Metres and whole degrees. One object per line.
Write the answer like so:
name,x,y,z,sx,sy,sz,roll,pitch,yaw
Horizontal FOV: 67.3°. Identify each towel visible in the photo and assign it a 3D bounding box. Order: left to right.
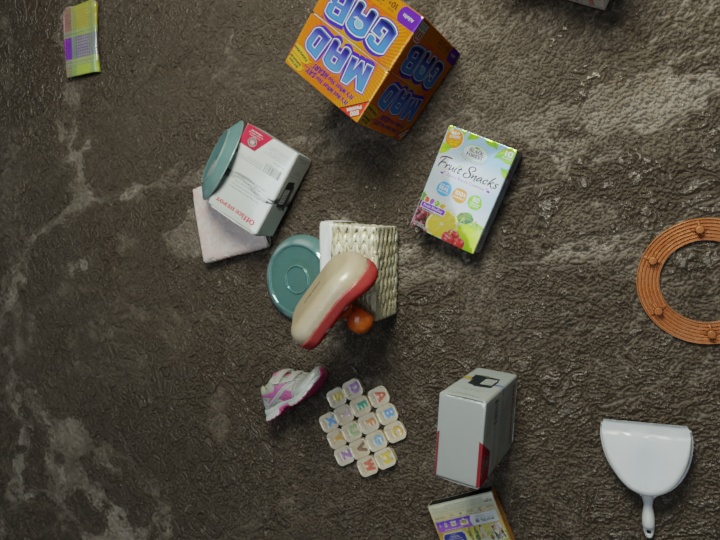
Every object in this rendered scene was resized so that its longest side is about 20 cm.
towel,-0.787,-0.656,1.532,0.142,0.023,0.203,1,95,27
towel,-0.314,-0.129,1.308,0.198,0.032,0.194,-12,86,27

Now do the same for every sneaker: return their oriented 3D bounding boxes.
sneaker,-0.161,0.261,1.223,0.199,0.081,0.089,-36,79,24

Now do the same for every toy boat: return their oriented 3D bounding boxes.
toy boat,-0.031,0.067,0.991,0.130,0.131,0.201,32,109,-16

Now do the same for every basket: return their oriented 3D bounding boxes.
basket,0.000,0.000,1.091,0.122,0.135,0.203,2,95,25

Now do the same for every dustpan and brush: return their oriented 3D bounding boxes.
dustpan and brush,0.481,0.354,0.910,0.138,0.057,0.203,-2,86,29

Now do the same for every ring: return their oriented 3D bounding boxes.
ring,0.551,0.017,0.864,0.198,0.019,0.204,2,95,27

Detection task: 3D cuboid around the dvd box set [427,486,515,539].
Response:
dvd box set,0.233,0.540,1.059,0.145,0.029,0.202,-26,80,26

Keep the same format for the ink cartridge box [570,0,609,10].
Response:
ink cartridge box,0.320,-0.513,0.881,0.199,0.144,0.085,29,107,23

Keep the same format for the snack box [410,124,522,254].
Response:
snack box,0.196,-0.151,1.022,0.141,0.053,0.202,28,105,23

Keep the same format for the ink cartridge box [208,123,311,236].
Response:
ink cartridge box,-0.224,-0.197,1.204,0.144,0.083,0.202,33,100,15

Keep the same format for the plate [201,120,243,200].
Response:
plate,-0.324,-0.257,1.237,0.200,0.025,0.202,-42,33,36

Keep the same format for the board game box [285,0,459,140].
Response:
board game box,0.026,-0.399,1.014,0.200,0.199,0.201,43,111,19

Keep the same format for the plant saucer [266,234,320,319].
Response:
plant saucer,-0.139,0.020,1.227,0.198,0.027,0.203,2,95,28

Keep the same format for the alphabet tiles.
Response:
alphabet tiles,0.000,0.342,1.180,0.194,0.015,0.202,-31,78,26

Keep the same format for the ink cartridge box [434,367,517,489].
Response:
ink cartridge box,0.209,0.270,0.961,0.082,0.199,0.148,6,96,30
